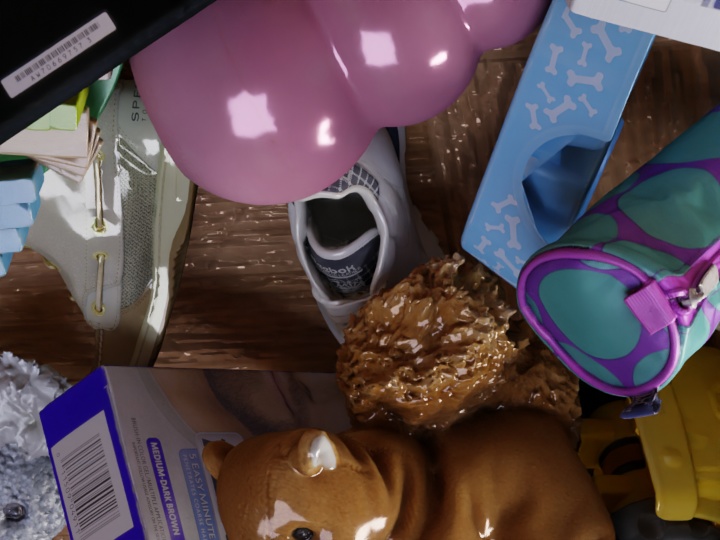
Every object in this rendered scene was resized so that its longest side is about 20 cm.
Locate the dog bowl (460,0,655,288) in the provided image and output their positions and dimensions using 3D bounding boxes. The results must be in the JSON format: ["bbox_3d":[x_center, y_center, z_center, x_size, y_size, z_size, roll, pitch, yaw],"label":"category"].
[{"bbox_3d":[0.097,-0.074,1.226,0.049,0.112,0.201,24,134,5],"label":"dog bowl"}]

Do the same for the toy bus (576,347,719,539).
[{"bbox_3d":[0.186,0.132,1.400,0.191,0.136,0.201,1,137,-18],"label":"toy bus"}]

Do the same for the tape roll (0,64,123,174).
[{"bbox_3d":[-0.202,-0.129,1.207,0.199,0.048,0.201,0,116,1],"label":"tape roll"}]

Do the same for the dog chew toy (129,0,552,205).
[{"bbox_3d":[-0.001,-0.112,1.194,0.199,0.125,0.125,-25,128,7],"label":"dog chew toy"}]

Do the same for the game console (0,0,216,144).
[{"bbox_3d":[-0.165,-0.149,1.125,0.200,0.031,0.177,-34,87,0],"label":"game console"}]

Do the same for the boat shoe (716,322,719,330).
[{"bbox_3d":[0.194,0.005,1.310,0.199,0.075,0.069,-9,127,14],"label":"boat shoe"}]

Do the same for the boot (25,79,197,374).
[{"bbox_3d":[-0.163,-0.023,1.330,0.154,0.072,0.201,11,129,-4],"label":"boot"}]

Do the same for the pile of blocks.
[{"bbox_3d":[-0.166,-0.042,1.178,0.082,0.062,0.201,25,114,-10],"label":"pile of blocks"}]

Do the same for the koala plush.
[{"bbox_3d":[-0.228,0.108,1.415,0.199,0.185,0.177,-18,157,6],"label":"koala plush"}]

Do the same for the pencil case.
[{"bbox_3d":[0.162,-0.021,1.204,0.092,0.200,0.085,0,119,46],"label":"pencil case"}]

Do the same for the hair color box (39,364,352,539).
[{"bbox_3d":[-0.058,0.111,1.357,0.199,0.110,0.065,4,151,-45],"label":"hair color box"}]

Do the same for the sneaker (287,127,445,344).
[{"bbox_3d":[0.000,0.000,1.326,0.076,0.081,0.201,-9,134,13],"label":"sneaker"}]

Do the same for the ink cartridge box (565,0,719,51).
[{"bbox_3d":[0.199,-0.149,1.065,0.199,0.047,0.160,15,137,-5],"label":"ink cartridge box"}]

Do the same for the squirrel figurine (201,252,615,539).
[{"bbox_3d":[0.019,0.093,1.286,0.186,0.201,0.141,17,169,-30],"label":"squirrel figurine"}]
